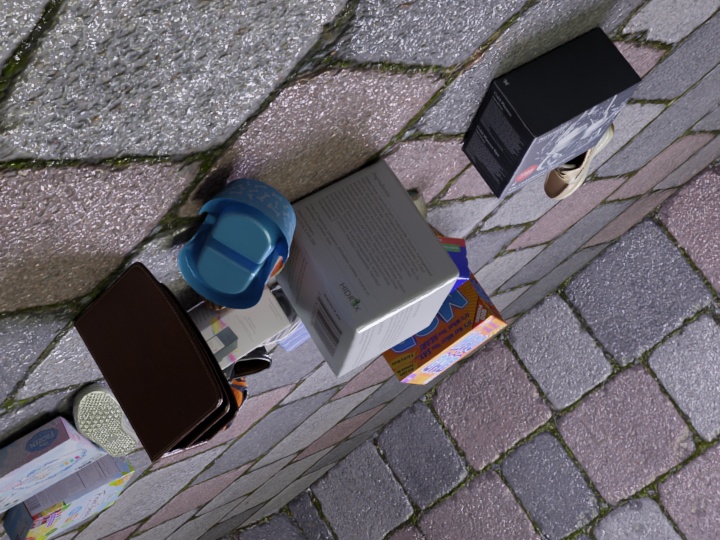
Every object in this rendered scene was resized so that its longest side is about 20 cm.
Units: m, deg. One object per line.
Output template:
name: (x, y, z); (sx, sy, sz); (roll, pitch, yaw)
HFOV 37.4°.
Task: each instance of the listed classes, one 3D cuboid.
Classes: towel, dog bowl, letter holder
towel: (-0.089, 0.094, 1.919); (0.144, 0.024, 0.200); (-33, 166, -2)
dog bowl: (-0.141, -0.032, 1.237); (0.200, 0.111, 0.050); (-53, -171, 50)
letter holder: (-0.225, 0.099, 1.275); (0.142, 0.201, 0.100); (-41, 164, 26)

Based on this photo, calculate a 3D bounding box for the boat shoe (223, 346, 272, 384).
boat shoe: (-0.234, 0.160, 1.720); (0.199, 0.068, 0.072); (-19, 155, -37)

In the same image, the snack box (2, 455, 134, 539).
snack box: (-0.516, 0.402, 1.880); (0.199, 0.068, 0.169); (-25, 163, -37)

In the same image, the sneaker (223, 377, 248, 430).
sneaker: (-0.271, 0.223, 1.751); (0.199, 0.112, 0.078); (-27, 164, -26)

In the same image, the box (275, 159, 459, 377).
box: (0.000, 0.000, 1.457); (0.170, 0.201, 0.199); (-27, 164, -18)

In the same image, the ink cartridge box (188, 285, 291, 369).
ink cartridge box: (-0.203, 0.089, 1.464); (0.199, 0.068, 0.117); (-33, -162, -5)

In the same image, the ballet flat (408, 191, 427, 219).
ballet flat: (0.083, -0.064, 1.709); (0.067, 0.063, 0.200); (-31, 165, -11)

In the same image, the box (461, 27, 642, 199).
box: (0.269, -0.222, 1.527); (0.199, 0.104, 0.182); (-29, 164, -19)

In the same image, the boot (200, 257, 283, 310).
boot: (-0.127, -0.027, 1.365); (0.107, 0.075, 0.200); (-26, 172, -40)

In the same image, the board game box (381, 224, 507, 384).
board game box: (0.119, 0.067, 1.935); (0.199, 0.201, 0.200); (-36, 165, 9)

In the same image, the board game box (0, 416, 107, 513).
board game box: (-0.502, 0.297, 1.601); (0.199, 0.044, 0.199); (-29, 166, -6)

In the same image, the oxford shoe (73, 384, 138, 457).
oxford shoe: (-0.389, 0.219, 1.606); (0.075, 0.058, 0.200); (-24, 149, -8)

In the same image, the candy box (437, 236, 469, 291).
candy box: (0.051, 0.014, 1.702); (0.168, 0.078, 0.200); (5, 155, -29)

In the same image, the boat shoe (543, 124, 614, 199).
boat shoe: (0.377, -0.202, 1.912); (0.066, 0.074, 0.201); (-19, 149, -37)

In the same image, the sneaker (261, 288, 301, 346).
sneaker: (-0.161, 0.078, 1.603); (0.199, 0.074, 0.087); (-25, 170, -14)
